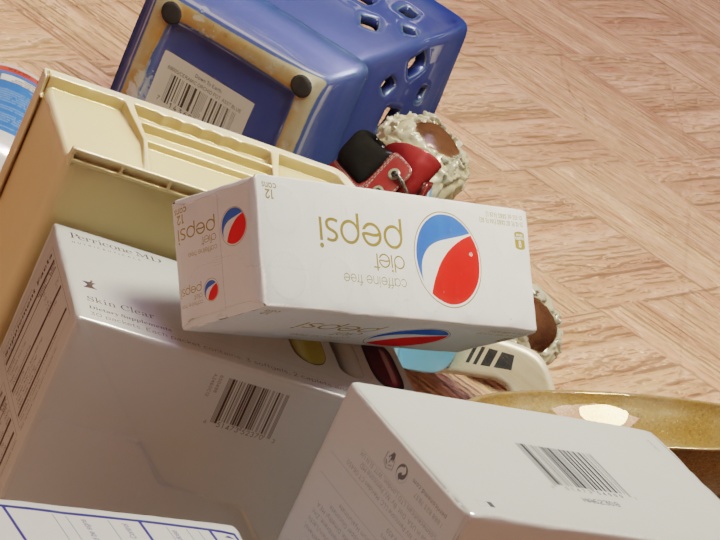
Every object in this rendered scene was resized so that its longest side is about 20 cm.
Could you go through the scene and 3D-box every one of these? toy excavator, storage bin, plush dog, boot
[{"bbox_3d":[0.056,0.038,1.841,0.199,0.195,0.100,10,0,5],"label":"toy excavator"},{"bbox_3d":[-0.116,0.023,1.592,0.198,0.200,0.094,18,22,-22],"label":"storage bin"},{"bbox_3d":[0.042,0.009,1.978,0.200,0.160,0.172,60,12,9],"label":"plush dog"},{"bbox_3d":[0.000,0.000,1.709,0.072,0.144,0.200,41,15,-37],"label":"boot"}]

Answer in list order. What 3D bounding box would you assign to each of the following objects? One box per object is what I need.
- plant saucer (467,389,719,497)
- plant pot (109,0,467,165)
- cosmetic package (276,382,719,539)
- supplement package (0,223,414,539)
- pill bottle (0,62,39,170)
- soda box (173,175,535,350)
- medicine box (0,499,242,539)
[{"bbox_3d":[0.158,0.101,1.662,0.200,0.036,0.200,4,6,0],"label":"plant saucer"},{"bbox_3d":[-0.070,-0.126,2.055,0.200,0.200,0.180,32,26,15],"label":"plant pot"},{"bbox_3d":[0.058,0.179,1.409,0.199,0.200,0.123,12,22,-37],"label":"cosmetic package"},{"bbox_3d":[-0.092,0.091,1.513,0.200,0.156,0.111,18,21,-22],"label":"supplement package"},{"bbox_3d":[-0.235,-0.047,1.757,0.112,0.112,0.200,22,19,-11],"label":"pill bottle"},{"bbox_3d":[0.000,-0.001,1.479,0.200,0.068,0.064,6,-16,-44],"label":"soda box"},{"bbox_3d":[-0.112,0.197,1.293,0.200,0.103,0.182,10,25,-38],"label":"medicine box"}]
